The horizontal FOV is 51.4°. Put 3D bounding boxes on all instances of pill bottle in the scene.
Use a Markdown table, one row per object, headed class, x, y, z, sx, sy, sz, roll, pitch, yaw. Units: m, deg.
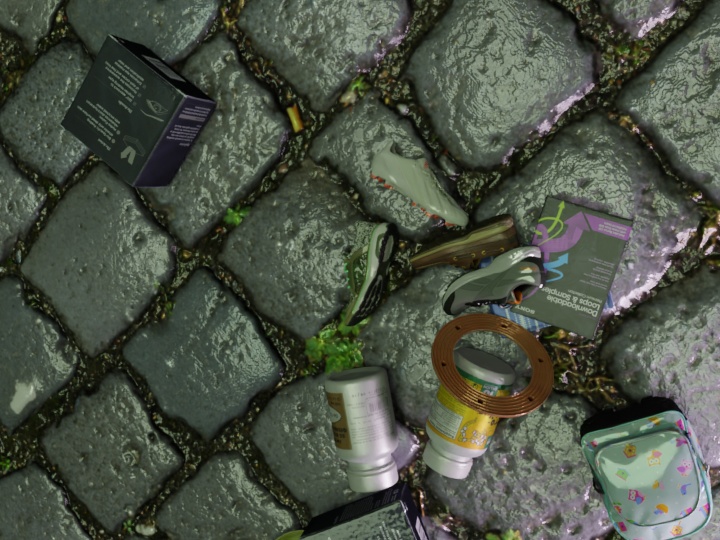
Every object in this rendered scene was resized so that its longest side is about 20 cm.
| class | x | y | z | sx | sy | sz | roll | pitch | yaw |
| --- | --- | --- | --- | --- | --- | --- | --- | --- | --- |
| pill bottle | 0.177 | 0.243 | 1.268 | 0.112 | 0.113 | 0.201 | 23 | 102 | 15 |
| pill bottle | 0.007 | 0.281 | 1.330 | 0.114 | 0.114 | 0.201 | -9 | 93 | 19 |

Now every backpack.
| class | x | y | z | sx | sy | sz | roll | pitch | yaw |
| --- | --- | --- | --- | --- | --- | --- | --- | --- | --- |
| backpack | 0.451 | 0.321 | 1.167 | 0.175 | 0.153 | 0.201 | -21 | 96 | 14 |

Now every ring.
| class | x | y | z | sx | sy | sz | roll | pitch | yaw |
| --- | --- | --- | --- | --- | --- | --- | --- | --- | --- |
| ring | 0.209 | 0.150 | 1.195 | 0.200 | 0.201 | 0.019 | 28 | 137 | 14 |

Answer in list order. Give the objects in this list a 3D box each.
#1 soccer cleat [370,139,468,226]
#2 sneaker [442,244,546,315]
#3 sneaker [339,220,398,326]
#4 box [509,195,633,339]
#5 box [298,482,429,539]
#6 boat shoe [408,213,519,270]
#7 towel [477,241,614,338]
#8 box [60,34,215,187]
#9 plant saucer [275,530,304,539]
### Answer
| class | x | y | z | sx | sy | sz | roll | pitch | yaw |
| --- | --- | --- | --- | --- | --- | --- | --- | --- | --- |
| soccer cleat | 0.107 | -0.147 | 1.275 | 0.200 | 0.069 | 0.078 | 36 | 102 | 14 |
| sneaker | 0.213 | 0.032 | 1.216 | 0.200 | 0.074 | 0.080 | -33 | 66 | 38 |
| sneaker | 0.000 | 0.000 | 1.333 | 0.088 | 0.077 | 0.201 | 22 | 98 | 29 |
| box | 0.338 | -0.005 | 1.209 | 0.142 | 0.036 | 0.201 | 18 | 99 | 17 |
| box | 0.025 | 0.514 | 1.331 | 0.199 | 0.117 | 0.198 | -23 | 88 | 7 |
| boat shoe | 0.172 | -0.031 | 1.253 | 0.199 | 0.072 | 0.068 | -19 | 102 | 33 |
| towel | 0.306 | 0.021 | 1.251 | 0.199 | 0.024 | 0.146 | -17 | 88 | 18 |
| box | -0.415 | -0.293 | 1.400 | 0.196 | 0.117 | 0.200 | 39 | 105 | 11 |
| plant saucer | -0.093 | 0.591 | 1.442 | 0.199 | 0.031 | 0.201 | 2 | 97 | 17 |
